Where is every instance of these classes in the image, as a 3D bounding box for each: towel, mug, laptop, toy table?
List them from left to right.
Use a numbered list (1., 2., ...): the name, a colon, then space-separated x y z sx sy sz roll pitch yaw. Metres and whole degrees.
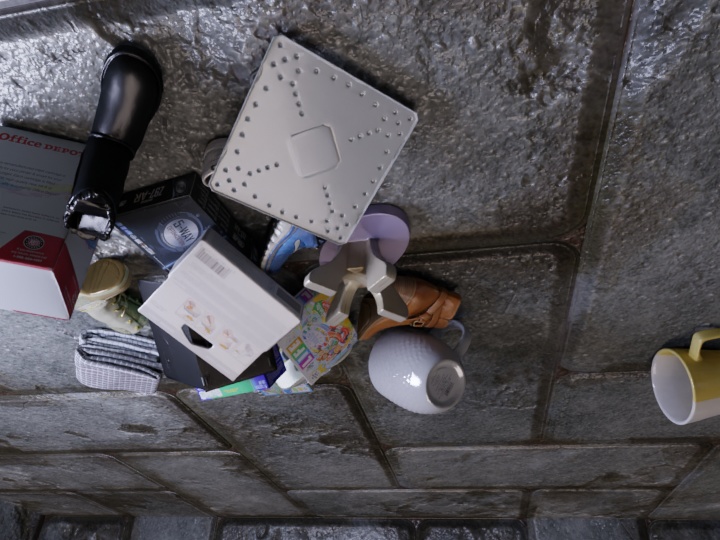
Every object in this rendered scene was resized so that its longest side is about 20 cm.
1. towel: -0.534 0.214 1.275 0.196 0.087 0.166 15 144 -17
2. laptop: -0.264 0.093 0.976 0.196 0.116 0.192 -15 108 -13
3. toy table: 0.000 0.000 0.900 0.180 0.119 0.201 14 145 -15
4. mug: 0.132 0.175 1.083 0.148 0.200 0.175 48 165 -20
5. mug: 0.704 0.219 1.139 0.149 0.153 0.188 -5 152 -1

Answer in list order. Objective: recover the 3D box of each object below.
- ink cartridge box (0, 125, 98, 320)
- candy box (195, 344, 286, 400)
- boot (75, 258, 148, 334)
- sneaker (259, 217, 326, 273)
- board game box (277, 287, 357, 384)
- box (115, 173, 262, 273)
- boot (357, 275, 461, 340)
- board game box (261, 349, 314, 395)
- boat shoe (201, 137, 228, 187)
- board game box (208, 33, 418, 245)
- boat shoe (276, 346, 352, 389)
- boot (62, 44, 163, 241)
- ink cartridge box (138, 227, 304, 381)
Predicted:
1. ink cartridge box: -0.445 -0.064 0.772 0.142 0.204 0.145 11 148 -11
2. candy box: -0.251 0.124 1.044 0.166 0.077 0.204 -14 102 25
3. boot: -0.449 0.055 1.054 0.196 0.073 0.155 -13 142 31
4. sneaker: -0.096 -0.051 0.868 0.088 0.080 0.200 20 142 -19
5. board game box: -0.085 0.116 1.061 0.134 0.034 0.201 -42 144 -12
6. box: -0.273 -0.056 0.906 0.157 0.044 0.201 -10 143 19
7. boot: 0.083 0.086 1.056 0.151 0.075 0.201 12 146 -18
8. board game box: -0.202 0.232 1.318 0.131 0.035 0.201 -7 144 15
9. boat shoe: -0.117 -0.138 0.753 0.195 0.071 0.071 -6 144 12
10. board game box: -0.058 -0.151 0.700 0.197 0.026 0.202 21 116 -24
11. boat shoe: -0.093 0.190 1.218 0.199 0.071 0.071 -33 163 18
12. boot: -0.300 -0.142 0.678 0.072 0.166 0.198 19 143 -25
13. ink cartridge box: -0.218 0.059 0.897 0.175 0.045 0.200 -39 112 22
